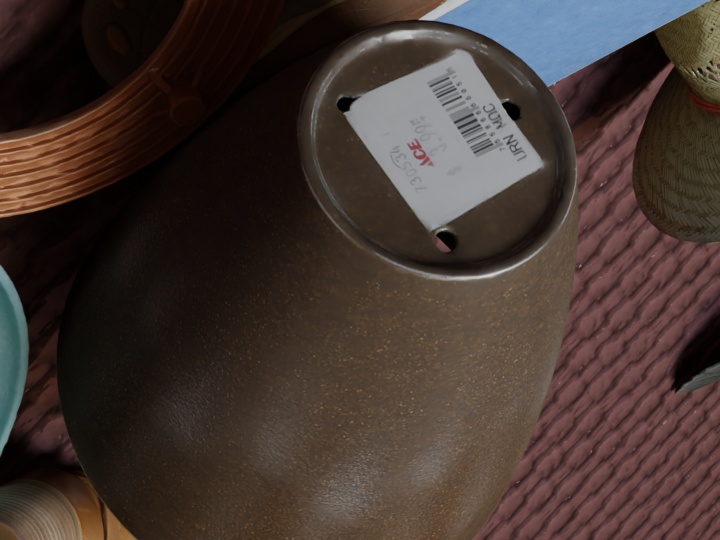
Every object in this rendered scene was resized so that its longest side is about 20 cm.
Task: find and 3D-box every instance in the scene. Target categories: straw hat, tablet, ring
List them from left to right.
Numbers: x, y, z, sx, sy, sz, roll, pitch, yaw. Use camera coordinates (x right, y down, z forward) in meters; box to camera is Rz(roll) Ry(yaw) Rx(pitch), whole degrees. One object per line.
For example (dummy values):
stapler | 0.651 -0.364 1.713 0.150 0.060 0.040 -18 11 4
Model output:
ring | -0.113 -0.090 0.755 0.200 0.019 0.201 -13 136 -13
tablet | 0.064 -0.097 0.929 0.200 0.014 0.130 -28 162 24
straw hat | 0.176 -0.112 1.031 0.201 0.201 0.085 -48 118 -1

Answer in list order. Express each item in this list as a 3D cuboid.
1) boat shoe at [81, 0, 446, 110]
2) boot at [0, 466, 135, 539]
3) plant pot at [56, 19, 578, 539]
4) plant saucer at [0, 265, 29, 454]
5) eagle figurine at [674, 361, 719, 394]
boat shoe | -0.004 -0.116 0.858 0.200 0.072 0.068 -28 164 0
boot | -0.142 0.176 0.952 0.155 0.077 0.200 -8 106 -77
plant pot | 0.000 0.000 0.829 0.187 0.187 0.200 -30 167 -26
plant saucer | -0.211 0.057 0.839 0.200 0.036 0.200 -31 143 -27
eagle figurine | 0.300 0.041 1.348 0.200 0.152 0.151 -50 168 -7
